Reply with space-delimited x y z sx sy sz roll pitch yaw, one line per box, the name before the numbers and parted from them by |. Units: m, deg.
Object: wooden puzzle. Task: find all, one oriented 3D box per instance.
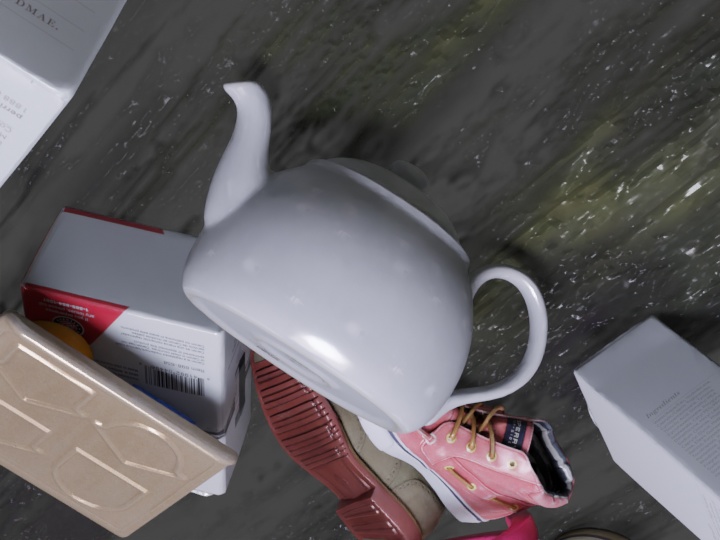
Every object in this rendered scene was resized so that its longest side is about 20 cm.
wooden puzzle | -0.200 0.105 1.103 0.185 0.046 0.200 35 142 -16

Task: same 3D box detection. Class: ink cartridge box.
ink cartridge box | -0.156 0.063 1.134 0.144 0.084 0.200 13 138 7

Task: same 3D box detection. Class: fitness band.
fitness band | 0.067 0.222 1.180 0.143 0.038 0.200 -19 175 2

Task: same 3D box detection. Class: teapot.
teapot | 0.000 0.000 0.971 0.197 0.146 0.200 28 168 29

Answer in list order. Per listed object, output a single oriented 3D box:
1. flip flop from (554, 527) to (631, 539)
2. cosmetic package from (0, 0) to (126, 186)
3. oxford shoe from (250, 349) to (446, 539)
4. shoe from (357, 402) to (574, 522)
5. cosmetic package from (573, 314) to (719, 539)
flip flop | 0.154 0.256 1.254 0.200 0.058 0.081 -18 128 35
cosmetic package | -0.216 -0.157 0.823 0.165 0.200 0.165 33 139 -17
oxford shoe | -0.008 0.120 1.162 0.070 0.075 0.200 -17 109 50
shoe | 0.076 0.113 1.120 0.091 0.072 0.200 -14 135 30
cosmetic package | 0.229 0.122 0.982 0.074 0.200 0.102 -35 130 -8
